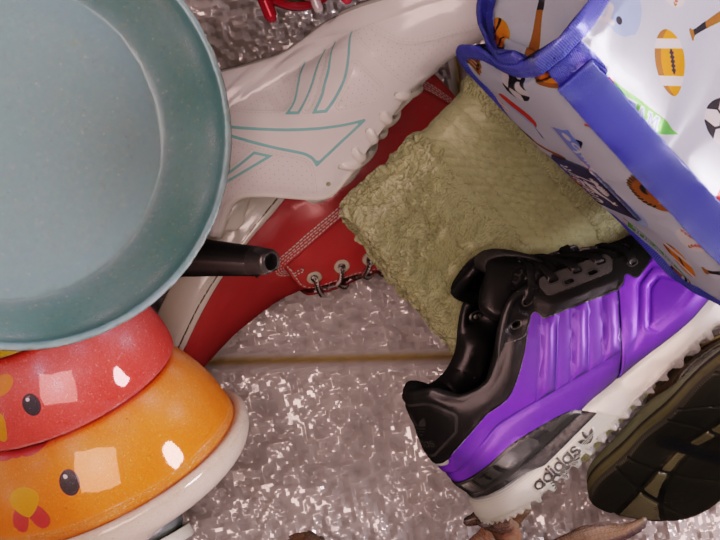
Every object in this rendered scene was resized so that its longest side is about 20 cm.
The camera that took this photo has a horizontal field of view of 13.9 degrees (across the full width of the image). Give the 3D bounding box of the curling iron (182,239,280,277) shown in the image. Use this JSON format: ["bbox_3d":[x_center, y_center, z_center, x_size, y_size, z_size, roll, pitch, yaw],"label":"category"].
[{"bbox_3d":[-0.111,0.000,1.446,0.200,0.026,0.050,-1,49,42],"label":"curling iron"}]

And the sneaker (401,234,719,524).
[{"bbox_3d":[0.099,0.018,1.395,0.200,0.070,0.100,-46,105,-10],"label":"sneaker"}]

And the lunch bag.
[{"bbox_3d":[0.135,-0.088,1.319,0.124,0.200,0.170,-35,113,25],"label":"lunch bag"}]

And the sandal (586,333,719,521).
[{"bbox_3d":[0.173,0.060,1.415,0.080,0.201,0.057,25,54,-22],"label":"sandal"}]

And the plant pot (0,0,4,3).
[{"bbox_3d":[-0.231,-0.065,1.453,0.187,0.187,0.200,7,102,5],"label":"plant pot"}]

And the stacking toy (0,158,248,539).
[{"bbox_3d":[-0.154,0.028,1.396,0.146,0.146,0.200,-25,108,3],"label":"stacking toy"}]

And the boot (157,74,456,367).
[{"bbox_3d":[0.000,0.000,1.475,0.144,0.072,0.200,39,90,1],"label":"boot"}]

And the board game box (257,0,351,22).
[{"bbox_3d":[-0.012,-0.143,1.416,0.158,0.200,0.039,-20,92,20],"label":"board game box"}]

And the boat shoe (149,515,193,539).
[{"bbox_3d":[-0.184,0.135,1.480,0.200,0.073,0.062,-13,90,9],"label":"boat shoe"}]

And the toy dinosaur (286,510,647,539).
[{"bbox_3d":[0.048,0.180,1.454,0.200,0.086,0.136,-21,106,-14],"label":"toy dinosaur"}]

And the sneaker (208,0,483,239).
[{"bbox_3d":[-0.009,-0.080,1.410,0.200,0.070,0.080,-24,87,18],"label":"sneaker"}]

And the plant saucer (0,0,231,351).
[{"bbox_3d":[-0.159,-0.062,1.334,0.200,0.036,0.200,2,82,-18],"label":"plant saucer"}]

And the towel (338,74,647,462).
[{"bbox_3d":[0.092,-0.010,1.441,0.148,0.036,0.200,-46,118,-5],"label":"towel"}]
